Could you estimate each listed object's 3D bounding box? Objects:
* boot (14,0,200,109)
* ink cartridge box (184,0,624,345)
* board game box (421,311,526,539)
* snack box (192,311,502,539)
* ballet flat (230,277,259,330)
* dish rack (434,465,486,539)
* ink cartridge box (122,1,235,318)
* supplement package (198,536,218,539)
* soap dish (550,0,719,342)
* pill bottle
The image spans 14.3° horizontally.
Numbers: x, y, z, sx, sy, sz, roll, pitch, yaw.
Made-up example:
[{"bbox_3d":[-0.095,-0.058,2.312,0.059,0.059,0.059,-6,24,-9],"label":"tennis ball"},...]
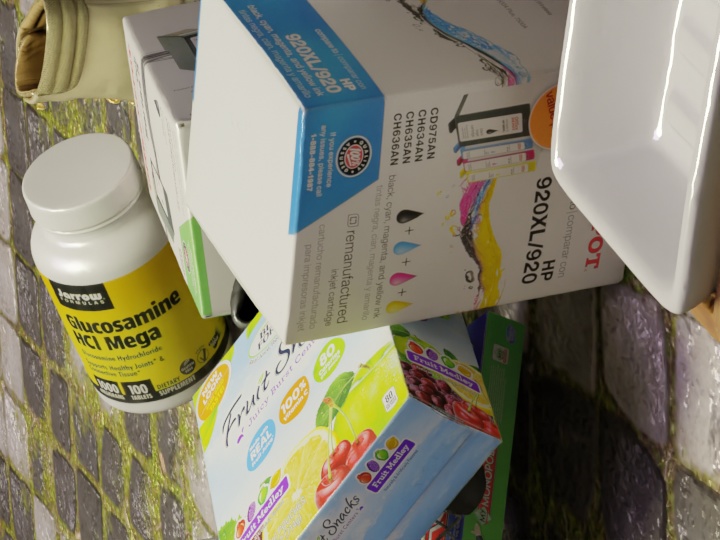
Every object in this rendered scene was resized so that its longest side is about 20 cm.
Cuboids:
[{"bbox_3d":[-0.176,-0.138,2.071,0.200,0.155,0.073,114,142,-55],"label":"boot"},{"bbox_3d":[0.029,-0.072,1.500,0.145,0.200,0.147,-127,35,-48],"label":"ink cartridge box"},{"bbox_3d":[0.039,0.138,1.646,0.135,0.029,0.200,-39,36,51],"label":"board game box"},{"bbox_3d":[-0.013,0.080,1.554,0.169,0.068,0.200,-53,26,22],"label":"snack box"},{"bbox_3d":[-0.002,-0.034,1.687,0.200,0.066,0.057,-49,2,17],"label":"ballet flat"},{"bbox_3d":[-0.007,0.130,1.631,0.200,0.055,0.153,-47,29,27],"label":"dish rack"},{"bbox_3d":[-0.096,-0.080,1.931,0.200,0.084,0.146,-120,21,-61],"label":"ink cartridge box"},{"bbox_3d":[-0.053,0.281,1.986,0.114,0.109,0.200,170,91,-69],"label":"supplement package"},{"bbox_3d":[0.159,-0.093,1.316,0.157,0.081,0.200,-125,33,-50],"label":"soap dish"},{"bbox_3d":[-0.175,0.001,2.102,0.112,0.112,0.200,54,169,50],"label":"pill bottle"}]
